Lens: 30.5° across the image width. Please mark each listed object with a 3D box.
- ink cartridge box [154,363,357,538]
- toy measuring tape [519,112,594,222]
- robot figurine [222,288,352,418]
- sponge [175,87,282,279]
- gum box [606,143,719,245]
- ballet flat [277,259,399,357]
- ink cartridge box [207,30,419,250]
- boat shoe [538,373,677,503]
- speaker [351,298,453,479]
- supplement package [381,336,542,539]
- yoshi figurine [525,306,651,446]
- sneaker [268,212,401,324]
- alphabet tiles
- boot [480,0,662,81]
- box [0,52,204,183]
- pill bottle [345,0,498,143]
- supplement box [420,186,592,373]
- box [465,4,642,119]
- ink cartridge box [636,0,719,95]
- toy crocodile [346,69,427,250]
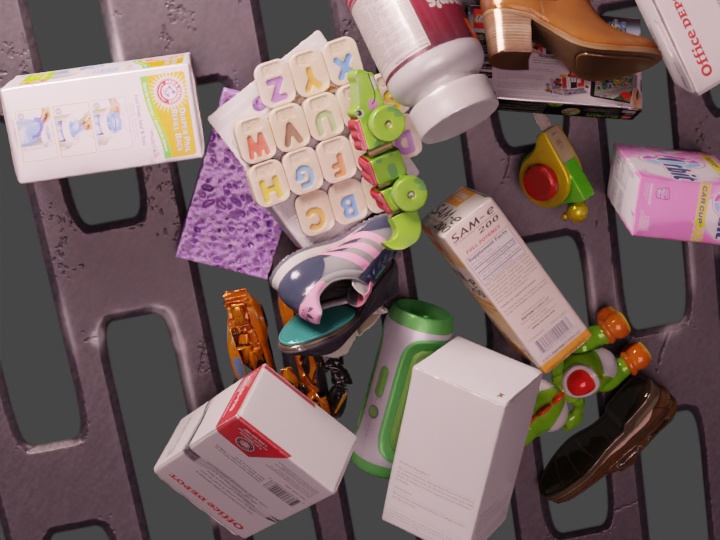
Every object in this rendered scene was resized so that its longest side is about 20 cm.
[{"bbox_3d":[-0.122,0.211,1.504,0.144,0.084,0.200,40,137,-15],"label":"ink cartridge box"},{"bbox_3d":[0.198,-0.141,1.504,0.073,0.074,0.201,-29,91,3],"label":"toy measuring tape"},{"bbox_3d":[-0.089,0.109,1.537,0.144,0.058,0.202,-15,111,-1],"label":"robot figurine"},{"bbox_3d":[-0.130,-0.096,1.492,0.111,0.030,0.202,15,103,-12],"label":"sponge"},{"bbox_3d":[0.344,-0.089,1.460,0.112,0.200,0.067,5,107,0],"label":"gum box"},{"bbox_3d":[-0.017,0.055,1.485,0.073,0.200,0.074,23,134,25],"label":"ballet flat"},{"bbox_3d":[-0.054,-0.137,1.464,0.162,0.050,0.201,-39,106,-6],"label":"ink cartridge box"},{"bbox_3d":[0.306,0.219,1.608,0.068,0.072,0.200,35,109,-28],"label":"boat shoe"},{"bbox_3d":[0.049,0.139,1.552,0.088,0.089,0.202,12,105,-9],"label":"speaker"},{"bbox_3d":[0.115,0.199,1.495,0.116,0.117,0.202,22,115,24],"label":"supplement package"},{"bbox_3d":[0.242,0.135,1.580,0.199,0.112,0.112,-37,142,-8],"label":"yoshi figurine"},{"bbox_3d":[0.000,0.000,1.457,0.199,0.082,0.070,-27,151,-27],"label":"sneaker"},{"bbox_3d":[-0.034,-0.144,1.435,0.198,0.015,0.197,-20,106,-13],"label":"alphabet tiles"},{"bbox_3d":[0.228,-0.291,1.430,0.198,0.077,0.157,2,72,1],"label":"boot"},{"bbox_3d":[-0.270,-0.166,1.415,0.198,0.113,0.102,-8,106,-4],"label":"box"},{"bbox_3d":[0.064,-0.243,1.390,0.109,0.110,0.201,-26,79,2],"label":"pill bottle"},{"bbox_3d":[0.161,0.009,1.495,0.073,0.126,0.201,-38,103,-2],"label":"supplement box"},{"bbox_3d":[0.212,-0.230,1.461,0.198,0.035,0.111,4,76,-6],"label":"box"},{"bbox_3d":[0.415,-0.309,1.458,0.199,0.083,0.148,-29,106,3],"label":"ink cartridge box"},{"bbox_3d":[0.023,-0.119,1.413,0.061,0.067,0.202,-22,106,-11],"label":"toy crocodile"}]
